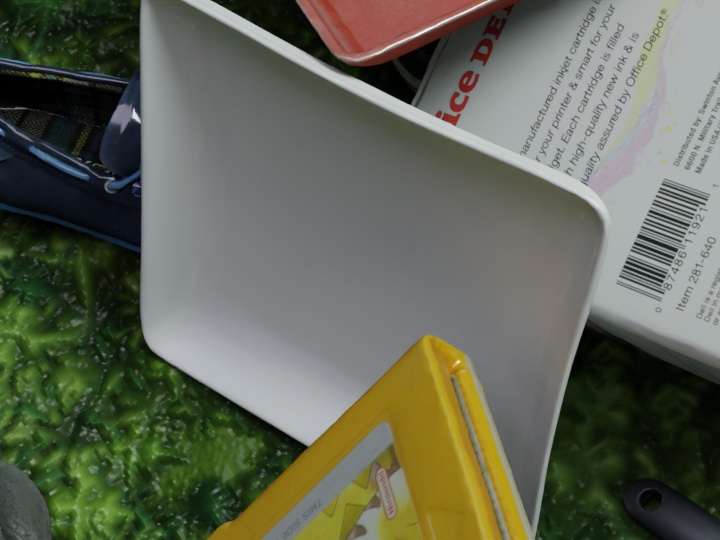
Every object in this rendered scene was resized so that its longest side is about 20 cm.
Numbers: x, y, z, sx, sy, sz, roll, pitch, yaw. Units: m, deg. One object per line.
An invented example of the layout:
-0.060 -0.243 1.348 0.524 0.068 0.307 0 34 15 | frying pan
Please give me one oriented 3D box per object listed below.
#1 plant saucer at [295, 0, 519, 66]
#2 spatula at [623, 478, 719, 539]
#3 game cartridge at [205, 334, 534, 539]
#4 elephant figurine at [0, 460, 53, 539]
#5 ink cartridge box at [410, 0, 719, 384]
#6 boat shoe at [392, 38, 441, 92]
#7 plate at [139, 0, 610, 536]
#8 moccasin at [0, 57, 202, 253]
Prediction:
0.038 -0.174 0.728 0.200 0.037 0.200 -25 57 -12 | plant saucer
0.184 0.140 0.712 0.200 0.021 0.057 36 77 22 | spatula
-0.016 0.146 0.653 0.200 0.032 0.176 -44 37 22 | game cartridge
-0.183 0.116 0.736 0.200 0.155 0.142 22 27 7 | elephant figurine
0.121 -0.044 0.721 0.200 0.084 0.145 24 87 40 | ink cartridge box
0.038 -0.167 0.825 0.074 0.062 0.200 -3 67 10 | boat shoe
0.000 0.000 0.718 0.200 0.200 0.032 28 49 21 | plate
-0.099 -0.050 0.809 0.200 0.068 0.081 6 50 10 | moccasin
